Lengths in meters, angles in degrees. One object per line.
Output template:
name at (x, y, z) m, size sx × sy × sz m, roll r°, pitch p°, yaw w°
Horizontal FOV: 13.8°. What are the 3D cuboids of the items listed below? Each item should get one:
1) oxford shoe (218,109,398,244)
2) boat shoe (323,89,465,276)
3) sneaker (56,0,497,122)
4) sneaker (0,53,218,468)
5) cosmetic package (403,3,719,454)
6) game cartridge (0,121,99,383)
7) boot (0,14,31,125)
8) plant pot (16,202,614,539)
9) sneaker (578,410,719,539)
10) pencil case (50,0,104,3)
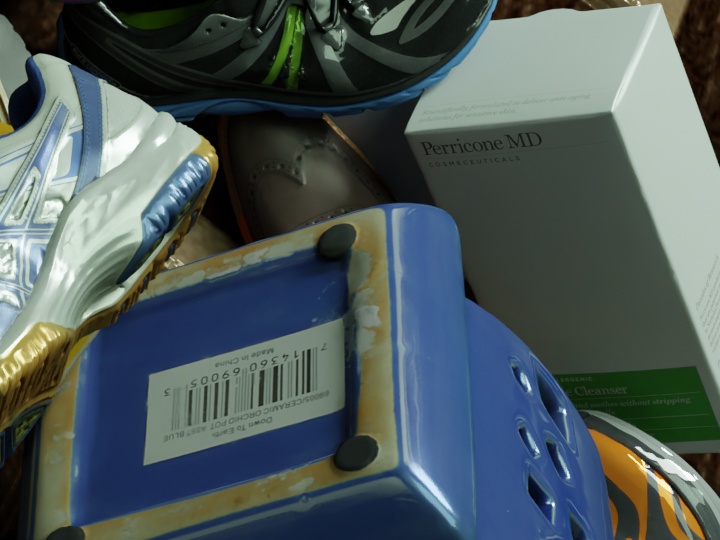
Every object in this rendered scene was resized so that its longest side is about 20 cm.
oxford shoe at (0.000, 0.000, 1.316) m, size 0.071 × 0.073 × 0.201 m, roll -30°, pitch 83°, yaw -8°
boat shoe at (0.002, -0.081, 1.388) m, size 0.065 × 0.073 × 0.201 m, roll -35°, pitch 104°, yaw -79°
sneaker at (-0.036, -0.115, 1.303) m, size 0.198 × 0.083 × 0.071 m, roll -7°, pitch 46°, yaw -2°
sneaker at (-0.133, 0.006, 1.010) m, size 0.088 × 0.075 × 0.200 m, roll 35°, pitch 49°, yaw 4°
cosmetic package at (0.109, -0.015, 1.352) m, size 0.201 × 0.107 × 0.085 m, roll 63°, pitch 36°, yaw -33°
game cartridge at (-0.196, 0.002, 1.088) m, size 0.199 × 0.033 × 0.177 m, roll 22°, pitch 57°, yaw 19°
boot at (-0.223, -0.101, 1.214) m, size 0.138 × 0.078 × 0.201 m, roll -20°, pitch 67°, yaw -32°
plant pot at (-0.020, 0.101, 1.096) m, size 0.201 × 0.199 × 0.180 m, roll -91°, pitch 160°, yaw -49°
sneaker at (0.124, 0.163, 1.321) m, size 0.112 × 0.077 × 0.201 m, roll -31°, pitch 86°, yaw -47°
pencil case at (-0.114, -0.187, 1.294) m, size 0.092 × 0.086 × 0.200 m, roll 13°, pitch 23°, yaw -4°
